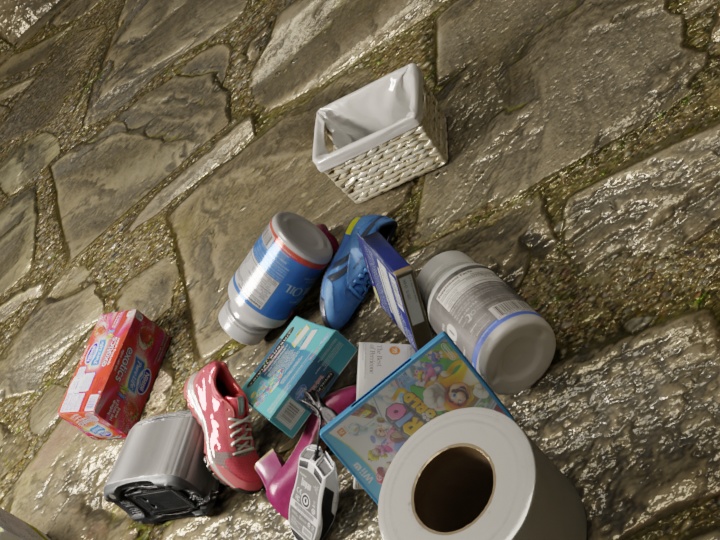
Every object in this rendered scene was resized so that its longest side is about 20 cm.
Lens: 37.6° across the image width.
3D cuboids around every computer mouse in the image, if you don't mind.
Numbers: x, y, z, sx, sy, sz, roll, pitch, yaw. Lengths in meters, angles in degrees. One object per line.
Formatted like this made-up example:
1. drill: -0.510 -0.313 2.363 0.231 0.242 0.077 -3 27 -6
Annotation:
1. computer mouse: -0.052 0.266 1.383 0.109 0.043 0.203 30 116 45

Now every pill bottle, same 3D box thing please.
1. pill bottle: 0.156 0.062 1.378 0.114 0.114 0.200 -43 39 1
2. pill bottle: -0.138 0.018 1.648 0.201 0.111 0.113 -53 34 25

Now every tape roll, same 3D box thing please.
1. tape roll: 0.137 0.275 1.189 0.201 0.139 0.205 -23 43 23

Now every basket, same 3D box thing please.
1. basket: 0.036 -0.218 1.718 0.198 0.123 0.137 -22 44 25

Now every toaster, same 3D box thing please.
1. toaster: -0.279 0.289 1.562 0.198 0.114 0.131 -17 44 33

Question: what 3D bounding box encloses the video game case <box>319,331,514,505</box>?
1. video game case: 0.069 0.191 1.293 0.199 0.144 0.018 -39 11 7

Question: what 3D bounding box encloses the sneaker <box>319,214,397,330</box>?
1. sneaker: 0.000 0.000 1.607 0.078 0.066 0.202 1 57 37

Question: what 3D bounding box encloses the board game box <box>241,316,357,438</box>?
1. board game box: -0.095 0.148 1.520 0.152 0.047 0.200 -53 17 -9

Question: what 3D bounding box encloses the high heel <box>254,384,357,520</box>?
1. high heel: -0.052 0.246 1.447 0.199 0.068 0.096 -38 55 -3

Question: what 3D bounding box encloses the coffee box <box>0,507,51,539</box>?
1. coffee box: -0.561 0.475 1.578 0.199 0.198 0.201 17 68 47

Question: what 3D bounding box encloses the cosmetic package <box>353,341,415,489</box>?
1. cosmetic package: 0.034 0.189 1.396 0.081 0.051 0.202 4 50 -4

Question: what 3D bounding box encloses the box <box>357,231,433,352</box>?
1. box: 0.047 0.022 1.478 0.032 0.123 0.200 -21 24 -9

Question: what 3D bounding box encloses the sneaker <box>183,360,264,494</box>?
1. sneaker: -0.187 0.221 1.506 0.087 0.073 0.202 -45 66 40

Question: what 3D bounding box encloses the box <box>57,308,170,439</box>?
1. box: -0.415 0.176 1.791 0.099 0.096 0.202 -8 51 35

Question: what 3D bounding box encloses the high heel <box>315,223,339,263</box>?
1. high heel: -0.126 -0.002 1.712 0.199 0.068 0.096 -36 29 5
